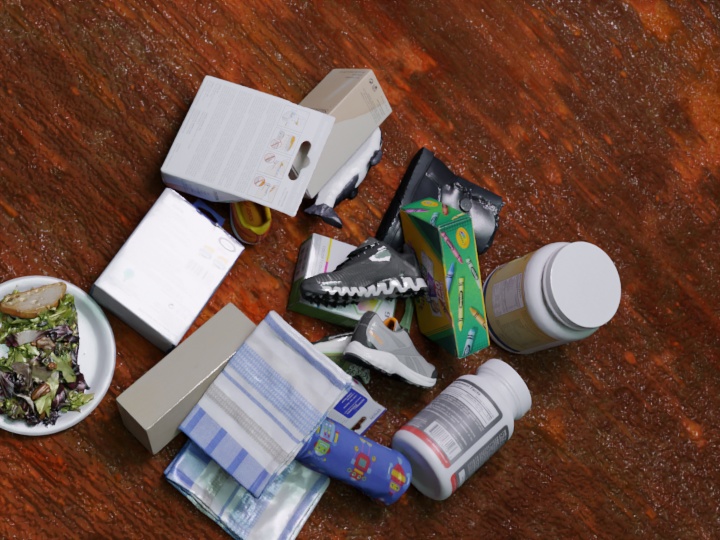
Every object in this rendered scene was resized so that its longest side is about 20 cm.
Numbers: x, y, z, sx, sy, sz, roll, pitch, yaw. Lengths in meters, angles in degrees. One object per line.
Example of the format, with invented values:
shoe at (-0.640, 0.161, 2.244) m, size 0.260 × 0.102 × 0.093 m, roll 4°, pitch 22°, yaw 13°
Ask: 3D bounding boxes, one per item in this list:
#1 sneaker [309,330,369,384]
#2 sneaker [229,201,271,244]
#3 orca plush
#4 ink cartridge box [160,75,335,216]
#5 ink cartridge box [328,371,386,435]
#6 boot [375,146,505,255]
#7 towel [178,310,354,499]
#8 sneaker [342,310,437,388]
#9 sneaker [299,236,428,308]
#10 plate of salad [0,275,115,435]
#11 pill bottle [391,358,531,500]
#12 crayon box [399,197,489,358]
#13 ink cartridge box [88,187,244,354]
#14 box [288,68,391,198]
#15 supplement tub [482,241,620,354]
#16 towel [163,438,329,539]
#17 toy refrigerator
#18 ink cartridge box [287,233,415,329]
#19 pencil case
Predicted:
sneaker at (-0.062, 0.144, 1.418) m, size 0.196 × 0.077 × 0.090 m, roll -11°, pitch 93°, yaw -22°
sneaker at (-0.169, -0.139, 1.429) m, size 0.072 × 0.077 × 0.203 m, roll -21°, pitch 82°, yaw -25°
orca plush at (-0.010, -0.130, 1.499) m, size 0.202 × 0.103 × 0.072 m, roll -77°, pitch 152°, yaw -42°
ink cartridge box at (-0.151, -0.164, 1.382) m, size 0.197 × 0.050 × 0.165 m, roll 19°, pitch 69°, yaw 6°
ink cartridge box at (-0.063, 0.169, 1.383) m, size 0.095 × 0.037 × 0.199 m, roll -45°, pitch 122°, yaw 11°
boot at (0.124, -0.070, 1.541) m, size 0.167 × 0.076 × 0.202 m, roll 32°, pitch 61°, yaw -10°
towel at (-0.121, 0.170, 1.294) m, size 0.146 × 0.024 × 0.201 m, roll 40°, pitch 91°, yaw 8°
sneaker at (0.055, 0.115, 1.429) m, size 0.199 × 0.073 × 0.081 m, roll 31°, pitch 75°, yaw -52°
sneaker at (0.000, 0.000, 1.414) m, size 0.197 × 0.066 × 0.092 m, roll -4°, pitch 76°, yaw -28°
plate of salad at (-0.407, 0.105, 1.284) m, size 0.196 × 0.048 × 0.204 m, roll 6°, pitch 76°, yaw -23°
pill bottle at (0.149, 0.225, 1.463) m, size 0.199 × 0.116 × 0.117 m, roll -36°, pitch 93°, yaw -26°
crayon box at (0.121, 0.009, 1.454) m, size 0.057 × 0.119 × 0.204 m, roll -19°, pitch 113°, yaw -19°
ink cartridge box at (-0.250, -0.011, 1.364) m, size 0.136 × 0.076 × 0.202 m, roll 38°, pitch 68°, yaw -11°
box at (-0.055, -0.201, 1.474) m, size 0.201 × 0.094 × 0.078 m, roll -50°, pitch 128°, yaw -26°
supplement tub at (0.281, 0.041, 1.516) m, size 0.142 × 0.200 × 0.148 m, roll 6°, pitch 75°, yaw -22°
towel at (-0.148, 0.280, 1.363) m, size 0.200 × 0.024 × 0.148 m, roll 42°, pitch 65°, yaw -10°
toy refrigerator at (-0.222, 0.138, 1.333) m, size 0.070 × 0.076 × 0.200 m, roll 38°, pitch 63°, yaw 20°
ink cartridge box at (0.001, 0.029, 1.474) m, size 0.197 × 0.059 × 0.106 m, roll 18°, pitch 71°, yaw -19°
pencil case at (-0.020, 0.252, 1.379) m, size 0.199 × 0.086 × 0.079 m, roll 33°, pitch 81°, yaw -31°
